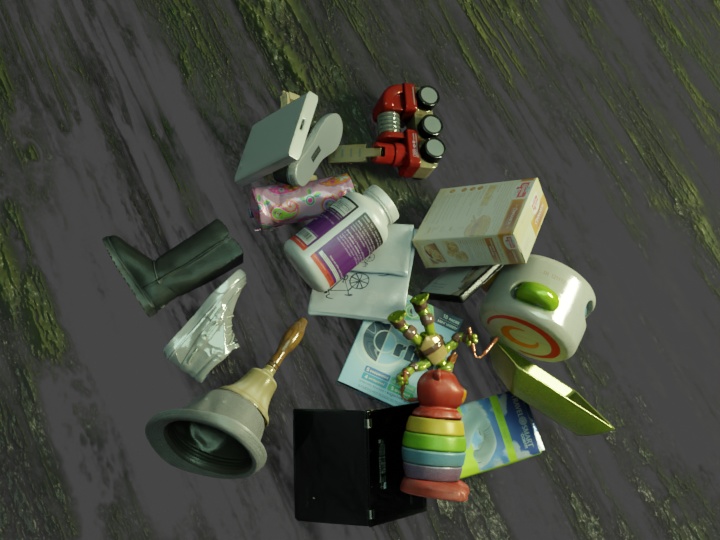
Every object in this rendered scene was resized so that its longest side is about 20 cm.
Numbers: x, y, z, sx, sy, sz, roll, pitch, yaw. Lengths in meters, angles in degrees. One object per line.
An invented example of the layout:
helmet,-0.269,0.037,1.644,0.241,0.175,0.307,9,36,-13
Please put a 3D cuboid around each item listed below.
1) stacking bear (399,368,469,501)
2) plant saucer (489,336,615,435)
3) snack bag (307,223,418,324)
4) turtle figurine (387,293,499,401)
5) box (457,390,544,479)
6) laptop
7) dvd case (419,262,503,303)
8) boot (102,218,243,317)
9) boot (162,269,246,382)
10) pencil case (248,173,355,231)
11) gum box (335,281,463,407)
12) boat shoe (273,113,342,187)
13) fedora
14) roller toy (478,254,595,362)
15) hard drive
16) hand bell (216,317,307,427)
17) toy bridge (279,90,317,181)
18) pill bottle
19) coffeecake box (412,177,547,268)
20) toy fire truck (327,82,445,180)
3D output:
stacking bear,0.126,0.262,1.170,0.113,0.121,0.201,3,81,11
plant saucer,0.312,0.206,1.232,0.200,0.200,0.048,33,96,-6
snack bag,0.000,0.000,1.306,0.188,0.021,0.201,6,66,11
turtle figurine,0.128,0.122,1.244,0.200,0.064,0.162,-31,103,-1
box,0.225,0.288,1.266,0.199,0.048,0.122,-14,75,-12
laptop,0.001,0.323,1.213,0.199,0.116,0.188,0,88,-38
dvd case,0.214,-0.011,1.315,0.200,0.143,0.018,-40,106,-18
boot,-0.331,-0.036,1.275,0.200,0.066,0.165,-33,88,-14
boot,-0.245,0.099,1.250,0.096,0.074,0.200,40,79,-1
pencil case,-0.107,-0.127,1.333,0.199,0.087,0.088,-11,74,-12
gum box,0.071,0.146,1.289,0.169,0.045,0.201,24,71,-1
boat shoe,-0.097,-0.230,1.333,0.056,0.069,0.200,7,46,28
fedora,-0.235,0.255,1.156,0.199,0.177,0.090,-4,39,24
roller toy,0.317,0.063,1.284,0.182,0.200,0.140,40,67,-22
hard drive,-0.157,-0.237,1.305,0.026,0.200,0.132,27,67,-31
hand bell,-0.151,0.161,1.243,0.104,0.104,0.200,33,57,3
toy bridge,-0.132,-0.259,1.382,0.067,0.027,0.201,6,66,-51
pill bottle,-0.031,-0.061,1.265,0.200,0.112,0.113,-39,81,-11
coffeecake box,0.217,-0.084,1.292,0.073,0.199,0.154,60,45,-32
toy fire truck,0.045,-0.268,1.395,0.199,0.129,0.177,2,71,-19
